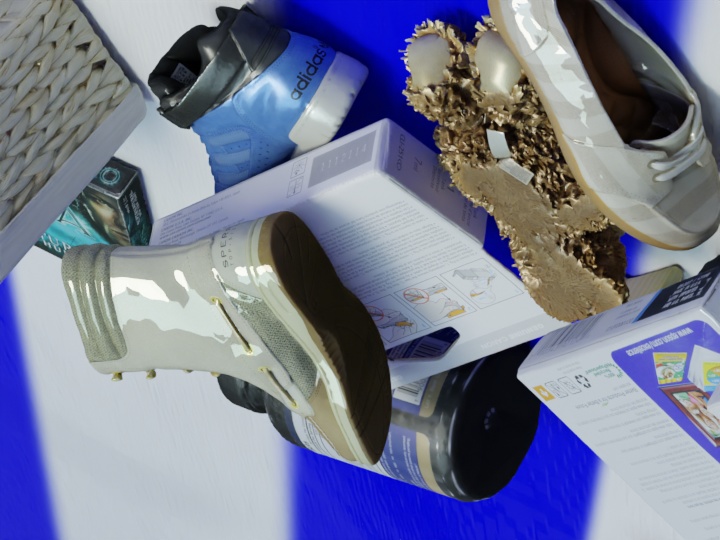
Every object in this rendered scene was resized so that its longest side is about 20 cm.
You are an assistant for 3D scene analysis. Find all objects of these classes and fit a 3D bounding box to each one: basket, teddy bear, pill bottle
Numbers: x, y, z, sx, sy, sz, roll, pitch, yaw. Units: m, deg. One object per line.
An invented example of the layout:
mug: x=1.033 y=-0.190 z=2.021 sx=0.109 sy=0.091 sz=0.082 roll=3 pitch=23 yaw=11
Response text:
basket: x=-0.257 y=-0.089 z=1.887 sx=0.136 sy=0.200 sz=0.123 roll=12 pitch=142 yaw=39
teddy bear: x=0.098 y=-0.065 z=1.674 sx=0.200 sy=0.067 sz=0.145 roll=49 pitch=142 yaw=-15
pill bottle: x=0.008 y=0.073 z=1.949 sx=0.200 sy=0.112 sz=0.112 roll=17 pitch=150 yaw=33

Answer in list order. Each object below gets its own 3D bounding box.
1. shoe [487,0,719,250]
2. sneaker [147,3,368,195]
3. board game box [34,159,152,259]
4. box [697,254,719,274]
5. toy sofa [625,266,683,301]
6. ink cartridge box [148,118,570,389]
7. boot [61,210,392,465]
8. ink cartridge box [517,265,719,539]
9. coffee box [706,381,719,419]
shoe: x=0.137 y=-0.084 z=1.569 sx=0.053 sy=0.070 sz=0.200 roll=10 pitch=144 yaw=55
sneaker: x=-0.078 y=-0.091 z=1.801 sx=0.111 sy=0.077 sz=0.200 roll=30 pitch=151 yaw=-4
board game box: x=-0.235 y=-0.062 z=2.100 sx=0.200 sy=0.028 sz=0.135 roll=25 pitch=154 yaw=19
box: x=0.274 y=0.066 z=1.604 sx=0.200 sy=0.123 sz=0.198 roll=39 pitch=153 yaw=-5
toy sofa: x=0.205 y=0.094 z=1.786 sx=0.200 sy=0.083 sz=0.098 roll=43 pitch=152 yaw=-18
ink cartridge box: x=0.000 y=0.000 z=1.799 sx=0.200 sy=0.045 sz=0.176 roll=-22 pitch=135 yaw=38
boot: x=-0.077 y=0.047 z=1.787 sx=0.155 sy=0.072 sz=0.200 roll=-7 pitch=137 yaw=23
ink cartridge box: x=0.201 y=0.092 z=1.548 sx=0.200 sy=0.043 sz=0.198 roll=45 pitch=154 yaw=-10
coffee box: x=0.322 y=0.030 z=1.396 sx=0.200 sy=0.200 sz=0.198 roll=38 pitch=155 yaw=-12
